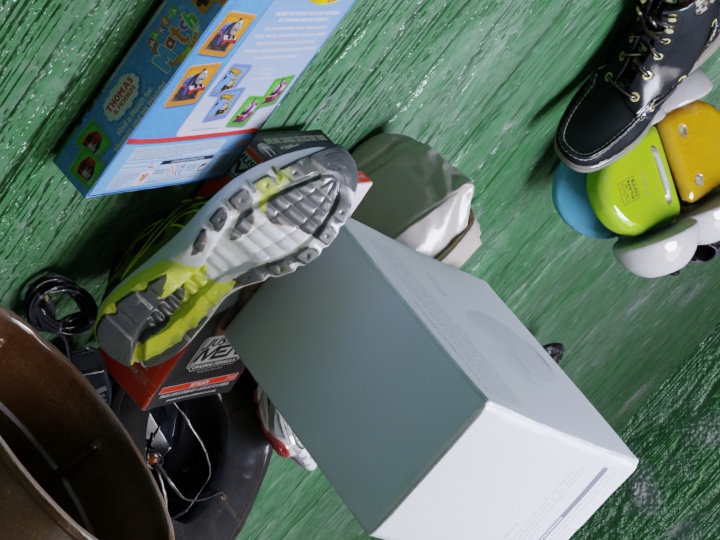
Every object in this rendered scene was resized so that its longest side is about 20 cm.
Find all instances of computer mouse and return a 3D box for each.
[{"bbox_3d":[-0.198,0.052,1.326,0.058,0.034,0.200,-21,152,-15],"label":"computer mouse"}]

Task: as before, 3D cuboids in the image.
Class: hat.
[{"bbox_3d":[-0.150,0.130,1.502,0.081,0.202,0.200,-5,-172,34],"label":"hat"}]

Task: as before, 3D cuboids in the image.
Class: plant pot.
[{"bbox_3d":[-0.248,0.151,1.181,0.198,0.201,0.200,-38,165,8],"label":"plant pot"}]

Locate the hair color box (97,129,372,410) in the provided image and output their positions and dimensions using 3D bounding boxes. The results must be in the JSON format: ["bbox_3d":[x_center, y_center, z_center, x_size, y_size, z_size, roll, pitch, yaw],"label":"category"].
[{"bbox_3d":[-0.088,-0.001,1.374,0.101,0.061,0.200,-10,140,-56],"label":"hair color box"}]

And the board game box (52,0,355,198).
[{"bbox_3d":[-0.072,-0.131,1.153,0.200,0.037,0.151,-50,163,24],"label":"board game box"}]

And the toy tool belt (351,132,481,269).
[{"bbox_3d":[0.000,0.000,1.506,0.200,0.125,0.123,-40,155,-12],"label":"toy tool belt"}]

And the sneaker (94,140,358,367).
[{"bbox_3d":[-0.092,-0.026,1.270,0.200,0.085,0.075,-35,124,10],"label":"sneaker"}]

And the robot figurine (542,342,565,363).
[{"bbox_3d":[0.164,0.132,2.345,0.145,0.058,0.200,-49,163,18],"label":"robot figurine"}]

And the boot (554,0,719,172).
[{"bbox_3d":[0.239,-0.188,1.713,0.204,0.073,0.154,-45,162,-11],"label":"boot"}]

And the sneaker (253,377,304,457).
[{"bbox_3d":[-0.018,0.057,1.558,0.201,0.082,0.078,-62,145,-27],"label":"sneaker"}]

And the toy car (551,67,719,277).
[{"bbox_3d":[0.259,-0.093,1.896,0.150,0.176,0.200,-8,-164,45],"label":"toy car"}]

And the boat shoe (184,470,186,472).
[{"bbox_3d":[-0.131,0.124,1.593,0.200,0.069,0.057,-44,165,-9],"label":"boat shoe"}]

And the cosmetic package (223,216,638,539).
[{"bbox_3d":[0.047,0.087,1.358,0.123,0.200,0.200,-48,142,12],"label":"cosmetic package"}]

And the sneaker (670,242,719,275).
[{"bbox_3d":[0.406,-0.050,2.426,0.200,0.088,0.076,-31,159,-39],"label":"sneaker"}]

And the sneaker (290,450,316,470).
[{"bbox_3d":[-0.041,0.126,1.811,0.089,0.080,0.200,-52,168,4],"label":"sneaker"}]
